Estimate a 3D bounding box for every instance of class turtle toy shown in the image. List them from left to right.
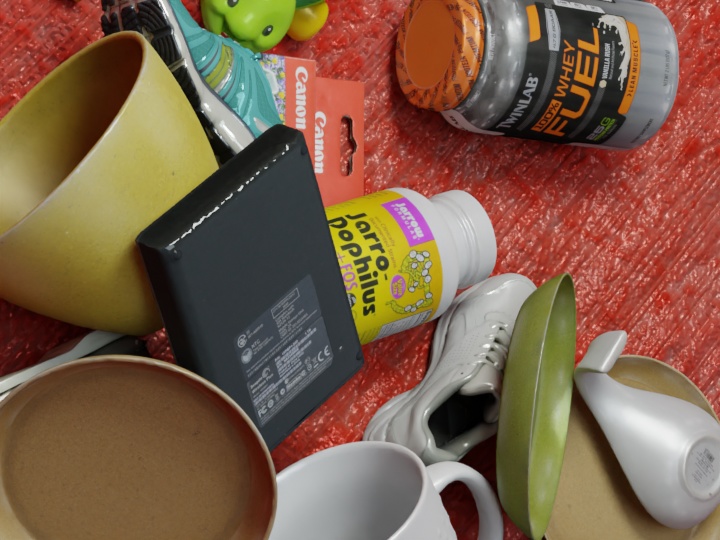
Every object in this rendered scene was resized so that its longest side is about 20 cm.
[{"bbox_3d":[-0.059,-0.239,1.763,0.146,0.101,0.200,39,64,-22],"label":"turtle toy"}]

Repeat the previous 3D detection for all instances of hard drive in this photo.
[{"bbox_3d":[-0.069,0.021,1.610,0.140,0.033,0.200,-41,135,-31],"label":"hard drive"}]

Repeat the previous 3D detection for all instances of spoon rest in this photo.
[{"bbox_3d":[0.228,0.122,1.902,0.200,0.061,0.099,51,62,-31],"label":"spoon rest"}]

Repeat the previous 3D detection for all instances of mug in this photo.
[{"bbox_3d":[0.026,0.220,1.729,0.200,0.148,0.175,-39,123,-26],"label":"mug"}]

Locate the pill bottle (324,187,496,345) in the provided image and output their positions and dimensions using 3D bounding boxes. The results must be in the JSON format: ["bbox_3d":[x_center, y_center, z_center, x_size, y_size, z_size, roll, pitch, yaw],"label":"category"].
[{"bbox_3d":[0.000,0.000,1.770,0.200,0.104,0.104,-19,94,-32],"label":"pill bottle"}]

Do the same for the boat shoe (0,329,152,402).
[{"bbox_3d":[-0.222,0.094,1.639,0.202,0.072,0.060,-28,94,-35],"label":"boat shoe"}]

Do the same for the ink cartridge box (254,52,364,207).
[{"bbox_3d":[-0.073,-0.102,1.768,0.200,0.050,0.109,5,81,-30],"label":"ink cartridge box"}]

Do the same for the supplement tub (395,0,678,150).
[{"bbox_3d":[0.135,-0.161,1.864,0.200,0.123,0.123,4,82,-31],"label":"supplement tub"}]

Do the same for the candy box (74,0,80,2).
[{"bbox_3d":[-0.204,-0.302,1.728,0.102,0.026,0.200,28,70,-23],"label":"candy box"}]

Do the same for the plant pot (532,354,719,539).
[{"bbox_3d":[0.212,0.168,1.927,0.200,0.027,0.200,5,81,-31],"label":"plant pot"}]

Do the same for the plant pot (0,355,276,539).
[{"bbox_3d":[-0.154,0.138,1.588,0.200,0.200,0.027,46,21,-19],"label":"plant pot"}]

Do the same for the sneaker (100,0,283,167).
[{"bbox_3d":[-0.110,-0.134,1.687,0.080,0.077,0.200,-51,119,-35],"label":"sneaker"}]

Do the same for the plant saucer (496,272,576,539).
[{"bbox_3d":[0.128,0.099,1.787,0.031,0.200,0.200,6,77,13],"label":"plant saucer"}]

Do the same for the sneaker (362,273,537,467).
[{"bbox_3d":[0.090,0.083,1.818,0.078,0.099,0.200,43,64,-20],"label":"sneaker"}]

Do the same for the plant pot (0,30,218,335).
[{"bbox_3d":[-0.167,-0.039,1.618,0.142,0.200,0.200,44,64,-24],"label":"plant pot"}]
